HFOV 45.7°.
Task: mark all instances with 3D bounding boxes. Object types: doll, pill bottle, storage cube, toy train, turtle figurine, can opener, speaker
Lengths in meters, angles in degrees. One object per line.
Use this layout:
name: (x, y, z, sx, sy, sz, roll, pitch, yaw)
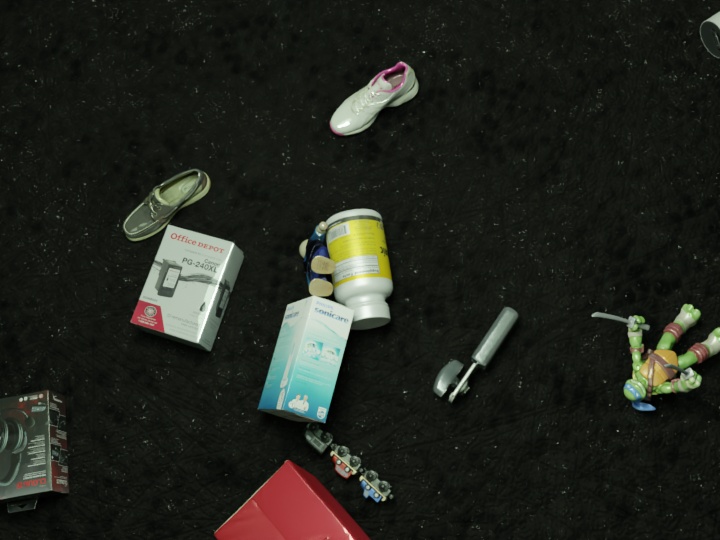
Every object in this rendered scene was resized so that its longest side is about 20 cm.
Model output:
doll: (-0.079, -0.020, 1.543, 0.048, 0.200, 0.139, 5, 103, -11)
pill bottle: (0.000, 0.000, 1.558, 0.110, 0.111, 0.203, -9, 73, 4)
storage cube: (-0.100, 0.446, 1.394, 0.171, 0.200, 0.180, -44, 66, -6)
toy train: (-0.025, 0.340, 1.498, 0.199, 0.034, 0.046, 37, 84, 16)
turtle figurine: (0.518, 0.127, 1.422, 0.193, 0.143, 0.202, -32, 114, -22)
can opener: (0.202, 0.145, 1.518, 0.066, 0.053, 0.201, 32, 79, 14)
speaker: (0.750, -0.489, 1.626, 0.199, 0.081, 0.082, -33, 72, -3)

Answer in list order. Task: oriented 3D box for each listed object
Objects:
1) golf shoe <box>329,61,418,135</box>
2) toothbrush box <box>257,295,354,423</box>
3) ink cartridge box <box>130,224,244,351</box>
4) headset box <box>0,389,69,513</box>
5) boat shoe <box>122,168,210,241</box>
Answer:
golf shoe: (0.021, -0.340, 1.670, 0.199, 0.092, 0.076, -35, 73, -3)
toothbrush box: (-0.096, 0.157, 1.495, 0.084, 0.146, 0.203, 19, 74, -20)
ink cartridge box: (-0.322, 0.031, 1.604, 0.143, 0.083, 0.203, 15, 76, 11)
headset box: (-0.616, 0.334, 1.554, 0.147, 0.077, 0.203, -10, 71, 4)
boat shoe: (-0.386, -0.136, 1.672, 0.200, 0.066, 0.072, -35, 73, -4)
